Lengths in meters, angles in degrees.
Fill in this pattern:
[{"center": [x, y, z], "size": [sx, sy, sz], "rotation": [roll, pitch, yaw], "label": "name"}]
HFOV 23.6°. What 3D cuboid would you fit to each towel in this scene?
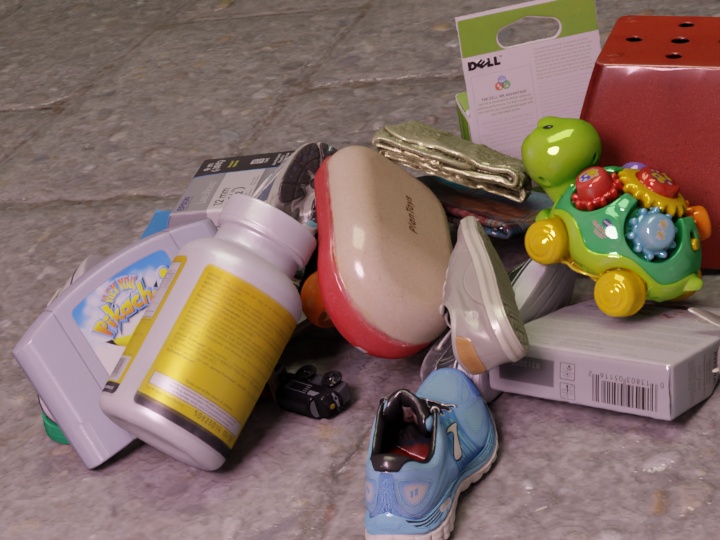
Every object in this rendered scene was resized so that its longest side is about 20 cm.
[{"center": [0.090, -0.101, 1.557], "size": [0.147, 0.037, 0.200], "rotation": [19, 7, 7], "label": "towel"}, {"center": [0.113, -0.065, 1.606], "size": [0.145, 0.022, 0.200], "rotation": [17, 14, 23], "label": "towel"}]

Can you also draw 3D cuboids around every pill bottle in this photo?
[{"center": [-0.114, 0.046, 1.355], "size": [0.111, 0.112, 0.201], "rotation": [15, 71, 44], "label": "pill bottle"}]

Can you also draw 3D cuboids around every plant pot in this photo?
[{"center": [0.291, -0.127, 1.567], "size": [0.198, 0.178, 0.200], "rotation": [4, 28, 18], "label": "plant pot"}]

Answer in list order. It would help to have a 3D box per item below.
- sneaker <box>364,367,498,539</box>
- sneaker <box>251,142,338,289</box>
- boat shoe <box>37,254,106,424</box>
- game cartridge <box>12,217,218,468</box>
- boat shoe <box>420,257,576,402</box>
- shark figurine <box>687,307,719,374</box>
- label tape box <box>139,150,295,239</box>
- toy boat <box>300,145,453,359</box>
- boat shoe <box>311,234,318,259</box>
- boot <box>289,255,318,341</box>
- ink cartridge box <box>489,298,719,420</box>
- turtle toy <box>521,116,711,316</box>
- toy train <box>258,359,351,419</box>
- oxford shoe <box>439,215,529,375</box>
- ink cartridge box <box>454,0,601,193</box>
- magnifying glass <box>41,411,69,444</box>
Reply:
[{"center": [0.051, 0.120, 1.259], "size": [0.077, 0.091, 0.200], "rotation": [-3, 25, 17], "label": "sneaker"}, {"center": [-0.083, -0.020, 1.515], "size": [0.201, 0.077, 0.086], "rotation": [-54, 16, -17], "label": "sneaker"}, {"center": [-0.251, 0.067, 1.486], "size": [0.066, 0.072, 0.201], "rotation": [-37, 32, 27], "label": "boat shoe"}, {"center": [-0.177, 0.050, 1.407], "size": [0.199, 0.134, 0.040], "rotation": [-37, 10, -21], "label": "game cartridge"}, {"center": [0.115, 0.035, 1.436], "size": [0.070, 0.073, 0.200], "rotation": [11, 34, 31], "label": "boat shoe"}, {"center": [0.302, 0.050, 1.266], "size": [0.127, 0.090, 0.214], "rotation": [28, 30, 11], "label": "shark figurine"}, {"center": [-0.140, -0.063, 1.766], "size": [0.198, 0.067, 0.144], "rotation": [-3, 25, 12], "label": "label tape box"}, {"center": [0.000, 0.000, 1.438], "size": [0.131, 0.130, 0.201], "rotation": [-45, 28, 26], "label": "toy boat"}, {"center": [-0.077, 0.009, 1.582], "size": [0.199, 0.072, 0.072], "rotation": [-39, 38, -7], "label": "boat shoe"}, {"center": [-0.032, 0.029, 1.534], "size": [0.199, 0.076, 0.074], "rotation": [-35, 46, -15], "label": "boot"}, {"center": [0.220, 0.065, 1.388], "size": [0.159, 0.048, 0.199], "rotation": [7, 13, 34], "label": "ink cartridge box"}, {"center": [0.208, -0.048, 1.428], "size": [0.200, 0.102, 0.145], "rotation": [39, 27, 25], "label": "turtle toy"}, {"center": [-0.093, 0.092, 1.452], "size": [0.199, 0.034, 0.046], "rotation": [11, 43, 38], "label": "toy train"}, {"center": [0.089, 0.017, 1.353], "size": [0.057, 0.075, 0.201], "rotation": [-29, 25, 13], "label": "oxford shoe"}, {"center": [0.170, -0.179, 1.720], "size": [0.146, 0.202, 0.076], "rotation": [-12, 24, -3], "label": "ink cartridge box"}, {"center": [-0.223, 0.094, 1.518], "size": [0.079, 0.023, 0.200], "rotation": [-5, 27, 12], "label": "magnifying glass"}]
